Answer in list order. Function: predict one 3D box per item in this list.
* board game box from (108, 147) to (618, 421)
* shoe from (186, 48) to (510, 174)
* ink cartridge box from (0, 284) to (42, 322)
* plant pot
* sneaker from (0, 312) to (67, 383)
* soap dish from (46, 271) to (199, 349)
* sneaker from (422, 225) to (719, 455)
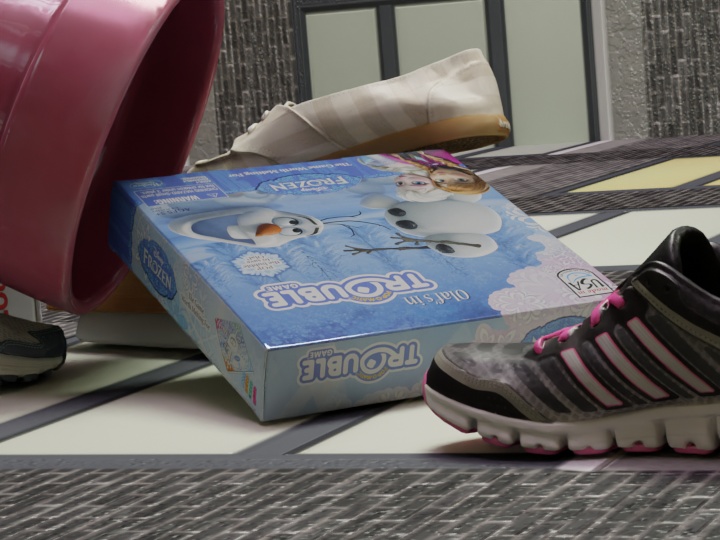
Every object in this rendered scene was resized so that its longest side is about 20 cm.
[{"bbox_3d":[0.000,0.000,1.173,0.199,0.044,0.199,-8,29,-26],"label":"board game box"},{"bbox_3d":[-0.012,-0.079,1.332,0.199,0.054,0.070,-13,-3,18],"label":"shoe"},{"bbox_3d":[-0.301,-0.018,1.400,0.199,0.146,0.084,-6,6,-13],"label":"ink cartridge box"},{"bbox_3d":[-0.194,-0.101,1.262,0.178,0.201,0.200,23,10,7],"label":"plant pot"},{"bbox_3d":[-0.242,0.010,1.236,0.199,0.087,0.077,14,-6,-35],"label":"sneaker"},{"bbox_3d":[-0.068,-0.005,1.412,0.157,0.082,0.199,1,7,43],"label":"soap dish"},{"bbox_3d":[0.116,0.026,0.928,0.199,0.088,0.074,-1,7,31],"label":"sneaker"}]
